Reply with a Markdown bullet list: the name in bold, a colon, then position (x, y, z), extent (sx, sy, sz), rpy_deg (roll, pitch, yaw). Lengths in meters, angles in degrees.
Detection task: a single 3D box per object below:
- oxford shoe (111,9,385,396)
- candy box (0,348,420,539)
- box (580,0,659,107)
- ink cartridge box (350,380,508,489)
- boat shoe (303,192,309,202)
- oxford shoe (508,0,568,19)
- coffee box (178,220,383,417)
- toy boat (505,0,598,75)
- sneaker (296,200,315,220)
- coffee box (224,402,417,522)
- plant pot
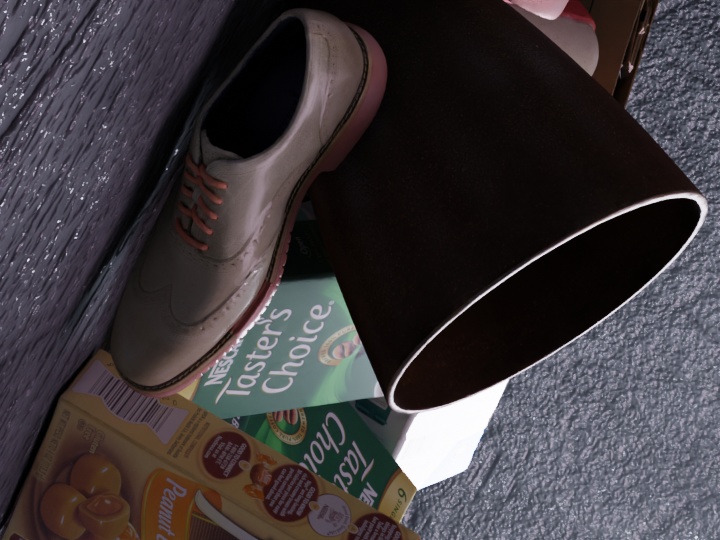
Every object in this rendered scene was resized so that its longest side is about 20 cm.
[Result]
- **oxford shoe**: position (-0.067, -0.035, 0.964), extent (0.201, 0.070, 0.074), rpy_deg (-61, 153, 4)
- **candy box**: position (-0.081, 0.143, 1.097), extent (0.116, 0.199, 0.055), rpy_deg (-63, 175, 36)
- **box**: position (0.125, -0.183, 1.463), extent (0.021, 0.199, 0.165), rpy_deg (24, 82, -44)
- **ink cartridge box**: position (0.053, 0.052, 1.389), extent (0.116, 0.067, 0.201), rpy_deg (-14, 135, -51)
- **boat shoe**: position (-0.034, -0.027, 1.377), extent (0.066, 0.074, 0.199), rpy_deg (-51, -179, 10)
- **oxford shoe**: position (0.060, -0.188, 1.015), extent (0.074, 0.071, 0.199), rpy_deg (-49, 152, 16)
- **coffee box**: position (-0.027, 0.026, 1.151), extent (0.198, 0.044, 0.123), rpy_deg (-4, 141, -34)
- **toy boat**: position (0.047, -0.154, 1.248), extent (0.130, 0.132, 0.199), rpy_deg (-32, 162, 28)
- **sneaker**: position (0.000, 0.000, 1.261), extent (0.199, 0.078, 0.140), rpy_deg (-24, 152, 12)
- **coffee box**: position (-0.052, 0.106, 1.291), extent (0.044, 0.201, 0.123), rpy_deg (-25, -161, 36)
- **plant pot**: position (0.044, -0.063, 1.051), extent (0.186, 0.201, 0.187), rpy_deg (-28, 162, -10)
